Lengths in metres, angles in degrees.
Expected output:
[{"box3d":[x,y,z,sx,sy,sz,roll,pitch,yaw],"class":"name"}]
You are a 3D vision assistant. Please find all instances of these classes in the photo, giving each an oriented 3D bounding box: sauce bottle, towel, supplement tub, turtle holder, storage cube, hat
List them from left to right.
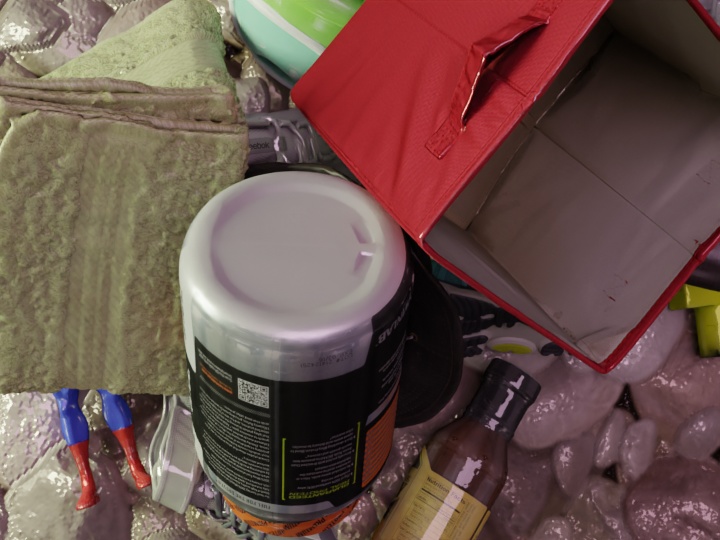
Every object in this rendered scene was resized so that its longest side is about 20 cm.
[{"box3d":[-0.168,-0.087,0.721,0.198,0.037,0.150,-25,49,7],"class":"towel"},{"box3d":[-0.145,-0.014,0.656,0.146,0.037,0.203,3,120,-17],"class":"towel"},{"box3d":[-0.037,0.056,0.640,0.120,0.202,0.124,3,46,-3],"class":"supplement tub"},{"box3d":[-0.001,-0.178,0.751,0.183,0.132,0.143,16,51,-15],"class":"turtle holder"},{"box3d":[0.000,0.000,0.722,0.201,0.200,0.081,45,53,-3],"class":"hat"},{"box3d":[0.060,0.156,0.786,0.064,0.065,0.202,34,79,-5],"class":"sauce bottle"},{"box3d":[0.096,-0.087,0.636,0.199,0.180,0.172,32,102,-38],"class":"storage cube"}]

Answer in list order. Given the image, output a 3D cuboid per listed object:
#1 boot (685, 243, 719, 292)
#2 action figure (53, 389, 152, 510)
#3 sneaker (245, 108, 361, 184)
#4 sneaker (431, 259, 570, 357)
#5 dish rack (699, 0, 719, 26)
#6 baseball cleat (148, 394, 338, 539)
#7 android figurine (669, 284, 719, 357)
[{"box3d":[0.193,-0.093,0.821,0.197,0.069,0.191,21,77,21],"class":"boot"},{"box3d":[-0.185,0.049,0.738,0.064,0.099,0.203,-17,85,-12],"class":"action figure"},{"box3d":[-0.057,-0.075,0.775,0.197,0.087,0.076,-14,85,-12],"class":"sneaker"},{"box3d":[0.086,0.014,0.809,0.196,0.078,0.081,4,51,-3],"class":"sneaker"},{"box3d":[0.245,-0.159,0.794,0.168,0.202,0.044,-5,128,8],"class":"dish rack"},{"box3d":[-0.076,0.157,0.740,0.105,0.070,0.202,-15,65,-31],"class":"baseball cleat"},{"box3d":[0.287,-0.039,0.857,0.179,0.041,0.204,-3,87,-10],"class":"android figurine"}]
